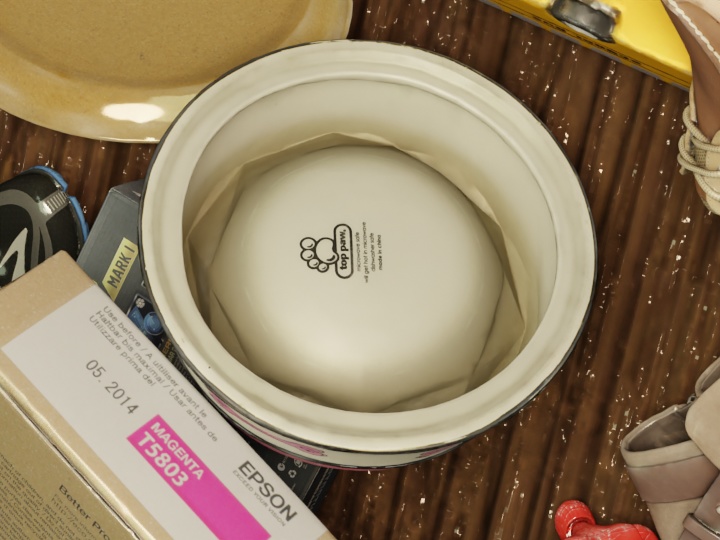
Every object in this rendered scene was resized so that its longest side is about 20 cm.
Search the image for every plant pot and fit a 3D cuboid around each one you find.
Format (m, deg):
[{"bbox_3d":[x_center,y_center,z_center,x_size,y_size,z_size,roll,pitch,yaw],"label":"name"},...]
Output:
[{"bbox_3d":[-0.104,-0.130,0.970,0.200,0.200,0.028,-17,51,20],"label":"plant pot"}]

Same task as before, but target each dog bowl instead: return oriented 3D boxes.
[{"bbox_3d":[0.000,0.000,0.943,0.200,0.074,0.200,3,64,-7],"label":"dog bowl"}]

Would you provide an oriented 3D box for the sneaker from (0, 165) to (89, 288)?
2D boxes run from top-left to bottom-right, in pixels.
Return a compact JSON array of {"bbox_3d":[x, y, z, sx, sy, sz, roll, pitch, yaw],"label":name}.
[{"bbox_3d":[-0.213,0.024,1.061,0.200,0.083,0.071,-37,85,19],"label":"sneaker"}]

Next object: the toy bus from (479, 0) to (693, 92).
[{"bbox_3d":[0.079,-0.145,0.938,0.200,0.078,0.065,25,92,14],"label":"toy bus"}]

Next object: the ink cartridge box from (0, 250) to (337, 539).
[{"bbox_3d":[-0.113,0.115,0.952,0.200,0.075,0.165,47,142,7],"label":"ink cartridge box"}]

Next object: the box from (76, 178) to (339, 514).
[{"bbox_3d":[-0.091,0.079,1.043,0.158,0.051,0.200,31,106,13],"label":"box"}]

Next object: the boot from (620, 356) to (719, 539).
[{"bbox_3d":[0.215,0.084,0.919,0.146,0.070,0.200,47,119,-6],"label":"boot"}]

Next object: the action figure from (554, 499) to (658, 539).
[{"bbox_3d":[0.127,0.190,0.947,0.065,0.200,0.099,-13,133,-10],"label":"action figure"}]

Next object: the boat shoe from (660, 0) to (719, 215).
[{"bbox_3d":[0.168,-0.050,0.879,0.072,0.076,0.200,-35,122,12],"label":"boat shoe"}]
